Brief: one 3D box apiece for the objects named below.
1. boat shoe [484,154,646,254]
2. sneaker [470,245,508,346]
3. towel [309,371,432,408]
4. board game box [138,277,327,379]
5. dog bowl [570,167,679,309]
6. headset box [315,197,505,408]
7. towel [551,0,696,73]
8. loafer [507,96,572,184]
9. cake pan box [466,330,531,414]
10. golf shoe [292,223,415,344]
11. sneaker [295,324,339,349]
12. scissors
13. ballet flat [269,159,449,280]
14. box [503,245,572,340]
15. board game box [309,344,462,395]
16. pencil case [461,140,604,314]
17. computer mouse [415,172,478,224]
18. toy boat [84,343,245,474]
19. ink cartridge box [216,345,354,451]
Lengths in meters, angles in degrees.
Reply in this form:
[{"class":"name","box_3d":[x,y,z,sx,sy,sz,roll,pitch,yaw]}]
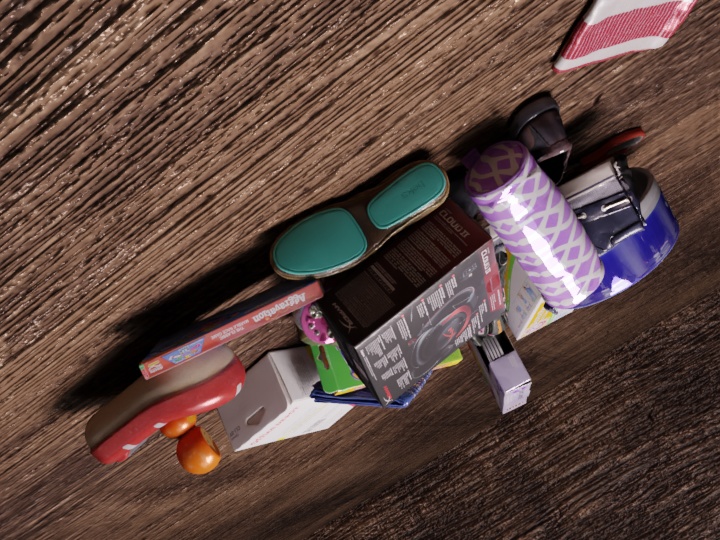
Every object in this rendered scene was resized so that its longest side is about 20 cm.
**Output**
[{"class":"boat shoe","box_3d":[0.234,-0.048,1.059,0.198,0.094,0.075,-28,-179,28]},{"class":"sneaker","box_3d":[0.164,0.037,1.178,0.080,0.087,0.200,-27,161,-8]},{"class":"towel","box_3d":[0.030,0.131,1.254,0.143,0.024,0.200,1,-159,23]},{"class":"board game box","box_3d":[-0.128,0.051,0.947,0.198,0.020,0.103,-25,-172,5]},{"class":"dog bowl","box_3d":[0.304,-0.043,1.178,0.199,0.079,0.200,-34,-164,11]},{"class":"headset box","box_3d":[0.067,0.031,0.964,0.199,0.075,0.149,-38,147,-9]},{"class":"towel","box_3d":[0.269,-0.257,0.821,0.142,0.023,0.201,-19,159,-25]},{"class":"loafer","box_3d":[0.197,-0.117,1.009,0.071,0.064,0.200,-29,161,-2]},{"class":"cake pan box","box_3d":[0.205,0.121,1.439,0.052,0.186,0.200,-27,162,-1]},{"class":"golf shoe","box_3d":[0.000,0.000,1.044,0.199,0.076,0.091,-36,-159,-16]},{"class":"sneaker","box_3d":[0.024,0.084,1.140,0.197,0.091,0.067,-12,170,-18]},{"class":"scissors","box_3d":[0.276,-0.136,1.157,0.198,0.014,0.073,-20,161,-23]},{"class":"ballet flat","box_3d":[0.001,-0.047,0.927,0.198,0.068,0.072,-33,175,-4]},{"class":"box","box_3d":[0.274,0.011,1.383,0.111,0.102,0.200,-25,161,-10]},{"class":"board game box","box_3d":[0.029,0.097,1.195,0.197,0.097,0.030,-11,160,-23]},{"class":"pencil case","box_3d":[0.189,-0.047,0.981,0.084,0.086,0.201,-39,121,-1]},{"class":"computer mouse","box_3d":[0.064,-0.025,0.992,0.201,0.034,0.059,-50,127,-3]},{"class":"toy boat","box_3d":[-0.202,0.168,1.019,0.199,0.131,0.131,-36,-176,28]},{"class":"ink cartridge box","box_3d":[-0.088,0.176,1.316,0.145,0.084,0.199,-42,157,32]}]
